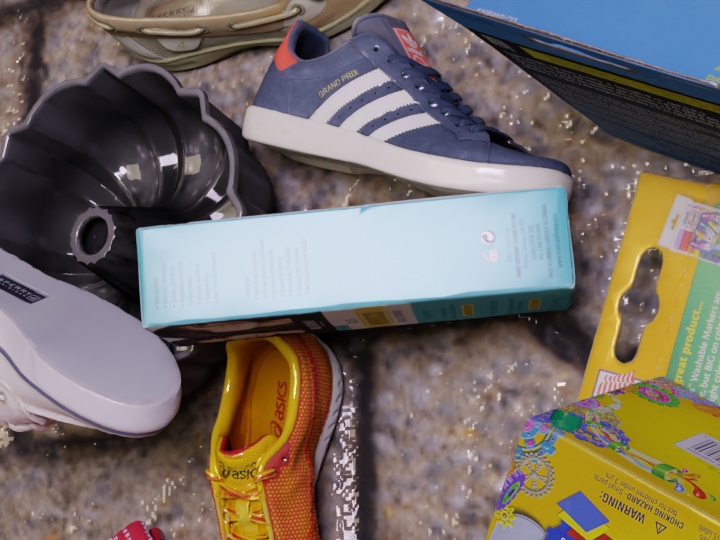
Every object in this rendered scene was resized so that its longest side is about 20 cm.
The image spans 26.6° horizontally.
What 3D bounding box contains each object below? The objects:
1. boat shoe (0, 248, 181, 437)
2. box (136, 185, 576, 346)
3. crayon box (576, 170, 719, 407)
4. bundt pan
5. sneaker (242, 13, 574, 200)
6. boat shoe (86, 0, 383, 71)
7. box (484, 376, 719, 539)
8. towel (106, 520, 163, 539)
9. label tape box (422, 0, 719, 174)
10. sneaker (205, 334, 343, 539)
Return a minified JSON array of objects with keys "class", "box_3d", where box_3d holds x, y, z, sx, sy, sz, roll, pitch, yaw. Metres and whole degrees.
[{"class":"boat shoe","box_3d":[-0.172,0.049,0.799,0.200,0.071,0.070,25,119,30]},{"class":"box","box_3d":[0.000,0.000,0.729,0.200,0.082,0.049,-6,81,5]},{"class":"crayon box","box_3d":[0.204,0.037,0.659,0.200,0.052,0.126,14,86,33]},{"class":"bundt pan","box_3d":[-0.128,-0.011,0.863,0.202,0.076,0.202,-8,73,30]},{"class":"sneaker","box_3d":[0.026,-0.086,0.787,0.200,0.075,0.085,18,89,33]},{"class":"boat shoe","box_3d":[-0.062,-0.168,0.869,0.201,0.063,0.073,-11,73,30]},{"class":"box","box_3d":[0.145,0.175,0.589,0.200,0.122,0.193,27,110,31]},{"class":"towel","box_3d":[-0.184,0.218,0.793,0.200,0.022,0.145,-30,29,-2]},{"class":"label tape box","box_3d":[0.135,-0.094,0.645,0.144,0.200,0.063,24,91,34]},{"class":"sneaker","box_3d":[-0.054,0.125,0.784,0.073,0.077,0.200,-9,75,28]}]
